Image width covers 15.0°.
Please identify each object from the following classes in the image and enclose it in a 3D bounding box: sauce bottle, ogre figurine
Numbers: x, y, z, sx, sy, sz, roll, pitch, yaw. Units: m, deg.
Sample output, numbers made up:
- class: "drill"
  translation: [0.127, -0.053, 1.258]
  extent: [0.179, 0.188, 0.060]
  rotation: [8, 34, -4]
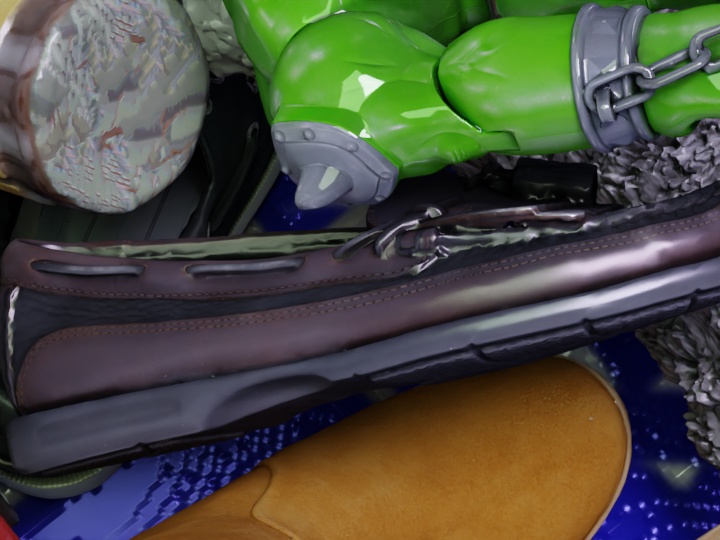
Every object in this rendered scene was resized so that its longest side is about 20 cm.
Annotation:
- class: "sauce bottle"
  translation: [-0.127, -0.065, 0.754]
  extent: [0.200, 0.065, 0.065]
  rotation: [19, 73, 42]
- class: "ogre figurine"
  translation: [0.021, -0.082, 0.668]
  extent: [0.119, 0.098, 0.201]
  rotation: [-24, 63, 2]

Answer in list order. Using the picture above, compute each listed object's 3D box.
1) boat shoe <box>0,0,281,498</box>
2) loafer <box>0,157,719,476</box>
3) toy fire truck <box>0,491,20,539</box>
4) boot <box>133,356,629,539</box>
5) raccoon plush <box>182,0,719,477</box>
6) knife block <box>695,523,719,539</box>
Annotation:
- class: "boat shoe"
  translation: [-0.067, -0.037, 0.779]
  extent: [0.074, 0.066, 0.200]
  rotation: [21, 76, 12]
- class: "loafer"
  translation: [0.000, 0.000, 0.669]
  extent: [0.199, 0.072, 0.063]
  rotation: [-15, 84, 15]
- class: "toy fire truck"
  translation: [-0.171, -0.003, 0.731]
  extent: [0.049, 0.141, 0.200]
  rotation: [-36, 50, -5]
- class: "boot"
  translation: [-0.016, 0.079, 0.689]
  extent: [0.201, 0.144, 0.071]
  rotation: [-31, 80, -3]
- class: "raccoon plush"
  translation: [0.049, -0.011, 0.732]
  extent: [0.199, 0.097, 0.134]
  rotation: [-2, 55, 7]
- class: "knife block"
  translation: [0.117, 0.102, 0.733]
  extent: [0.064, 0.175, 0.200]
  rotation: [48, 127, 17]
